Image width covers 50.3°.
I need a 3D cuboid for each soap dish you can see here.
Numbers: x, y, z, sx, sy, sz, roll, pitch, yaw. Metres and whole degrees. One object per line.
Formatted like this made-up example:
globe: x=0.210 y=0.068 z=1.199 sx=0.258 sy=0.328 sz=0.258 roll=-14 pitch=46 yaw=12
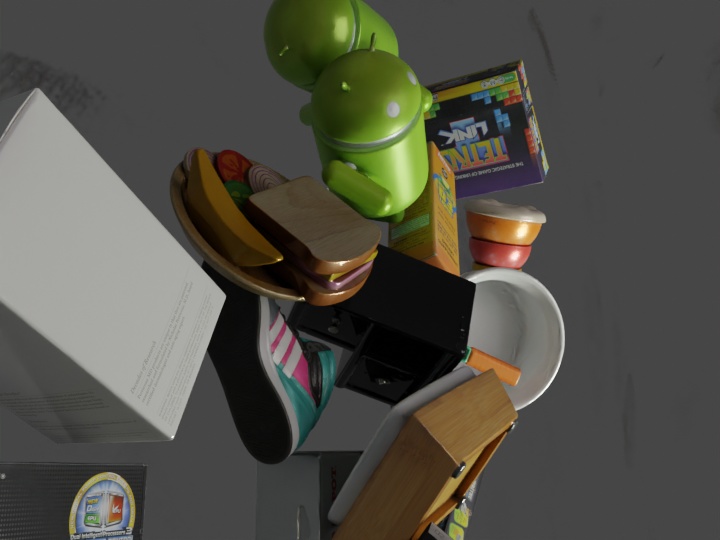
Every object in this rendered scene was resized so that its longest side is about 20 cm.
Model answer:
soap dish: x=0.068 y=0.185 z=0.744 sx=0.199 sy=0.081 sz=0.159 roll=-10 pitch=133 yaw=-60

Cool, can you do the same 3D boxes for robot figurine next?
robot figurine: x=-0.031 y=-0.256 z=0.875 sx=0.199 sy=0.113 sz=0.181 roll=5 pitch=91 yaw=-60
robot figurine: x=0.011 y=-0.139 z=0.803 sx=0.202 sy=0.113 sz=0.178 roll=77 pitch=31 yaw=-51

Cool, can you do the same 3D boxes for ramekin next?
ramekin: x=0.184 y=0.094 z=1.108 sx=0.098 sy=0.195 sz=0.206 roll=-147 pitch=-135 yaw=-81

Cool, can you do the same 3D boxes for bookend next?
bookend: x=-0.003 y=0.066 z=0.851 sx=0.196 sy=0.200 sz=0.094 roll=22 pitch=53 yaw=-7

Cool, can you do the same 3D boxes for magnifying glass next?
magnifying glass: x=0.127 y=0.106 z=1.041 sx=0.081 sy=0.196 sz=0.022 roll=-65 pitch=-170 yaw=1

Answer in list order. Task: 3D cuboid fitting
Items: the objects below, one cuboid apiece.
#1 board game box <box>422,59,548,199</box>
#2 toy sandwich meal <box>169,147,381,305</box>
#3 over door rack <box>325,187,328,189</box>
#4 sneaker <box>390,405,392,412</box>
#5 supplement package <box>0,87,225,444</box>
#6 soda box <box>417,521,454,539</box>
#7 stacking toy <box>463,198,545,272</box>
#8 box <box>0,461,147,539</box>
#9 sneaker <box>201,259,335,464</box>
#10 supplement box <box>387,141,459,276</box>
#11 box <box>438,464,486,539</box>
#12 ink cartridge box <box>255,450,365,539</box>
board game box: x=0.157 y=-0.195 z=1.120 sx=0.057 sy=0.196 sz=0.168 roll=-53 pitch=127 yaw=-54
toy sandwich meal: x=-0.076 y=-0.052 z=0.696 sx=0.202 sy=0.071 sz=0.207 roll=27 pitch=33 yaw=-19
over door rack: x=0.039 y=-0.088 z=1.015 sx=0.201 sy=0.065 sz=0.150 roll=-56 pitch=130 yaw=-51
sneaker: x=0.096 y=0.219 z=0.981 sx=0.080 sy=0.114 sz=0.204 roll=29 pitch=56 yaw=-35
supplement package: x=-0.201 y=0.009 z=0.495 sx=0.201 sy=0.119 sz=0.122 roll=55 pitch=39 yaw=-41
soda box: x=0.074 y=0.308 z=0.736 sx=0.064 sy=0.070 sz=0.201 roll=-48 pitch=158 yaw=-20
stacking toy: x=0.236 y=-0.017 z=1.338 sx=0.145 sy=0.143 sz=0.205 roll=-9 pitch=110 yaw=-61
box: x=-0.225 y=0.205 z=0.484 sx=0.199 sy=0.043 sz=0.165 roll=25 pitch=63 yaw=-58
sneaker: x=-0.082 y=0.070 z=0.742 sx=0.120 sy=0.082 sz=0.205 roll=-13 pitch=88 yaw=-68
supplement box: x=0.075 y=-0.061 z=0.914 sx=0.067 sy=0.068 sz=0.203 roll=48 pitch=30 yaw=-37
box: x=0.112 y=0.293 z=1.012 sx=0.035 sy=0.110 sz=0.201 roll=40 pitch=41 yaw=-10
ink cartridge box: x=-0.022 y=0.263 z=0.802 sx=0.199 sy=0.081 sz=0.151 roll=23 pitch=63 yaw=-57
